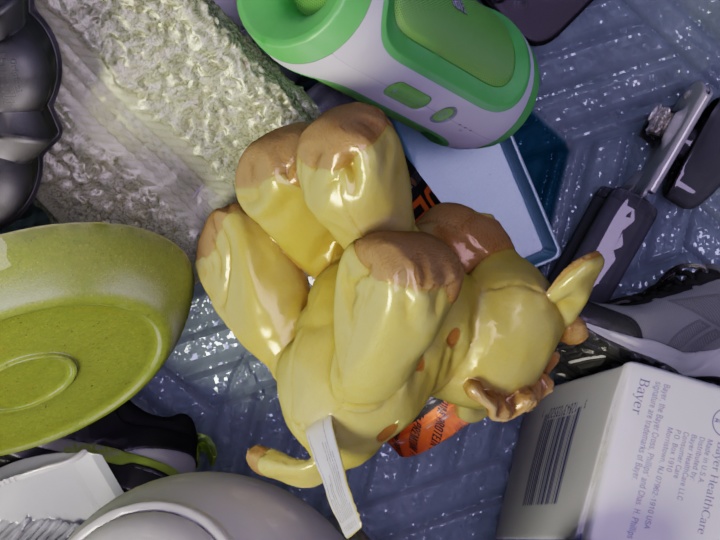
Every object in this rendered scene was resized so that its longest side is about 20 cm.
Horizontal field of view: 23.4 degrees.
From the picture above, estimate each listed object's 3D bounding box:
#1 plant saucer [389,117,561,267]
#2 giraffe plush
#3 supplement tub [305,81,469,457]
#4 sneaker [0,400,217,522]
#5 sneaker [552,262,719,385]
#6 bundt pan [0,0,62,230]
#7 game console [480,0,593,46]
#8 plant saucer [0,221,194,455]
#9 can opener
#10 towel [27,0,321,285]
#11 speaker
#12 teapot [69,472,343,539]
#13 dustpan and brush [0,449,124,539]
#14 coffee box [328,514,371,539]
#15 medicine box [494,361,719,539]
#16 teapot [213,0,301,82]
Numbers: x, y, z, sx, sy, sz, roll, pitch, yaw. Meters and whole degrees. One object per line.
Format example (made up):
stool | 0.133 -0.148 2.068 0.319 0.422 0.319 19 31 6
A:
plant saucer | 0.052 -0.087 1.054 0.070 0.019 0.201 -23 95 -6
giraffe plush | 0.034 0.020 0.872 0.162 0.172 0.201 -8 85 -36
supplement tub | 0.000 0.000 0.997 0.122 0.123 0.200 -38 96 -4
sneaker | -0.183 0.091 1.017 0.199 0.072 0.083 21 50 1
sneaker | 0.180 0.032 1.028 0.199 0.074 0.080 8 77 -36
bundt pan | -0.235 -0.080 0.806 0.201 0.076 0.203 -3 102 -14
game console | 0.103 -0.259 1.004 0.172 0.119 0.200 -45 96 -4
plant saucer | -0.173 0.046 0.879 0.199 0.200 0.031 -23 64 -6
can opener | 0.166 -0.026 1.051 0.066 0.053 0.201 34 88 -7
towel | -0.122 -0.085 0.893 0.148 0.037 0.200 -42 107 7
speaker | 0.020 -0.126 0.942 0.088 0.200 0.089 -8 74 32
teapot | -0.097 0.184 0.870 0.200 0.146 0.197 -48 57 -1
dustpan and brush | -0.219 0.172 0.999 0.199 0.057 0.140 -5 128 23
coffee box | 0.029 0.247 1.013 0.080 0.113 0.200 -39 97 -5
medicine box | 0.201 0.135 0.988 0.199 0.182 0.103 18 78 -7
teapot | -0.104 -0.168 0.968 0.196 0.146 0.201 14 91 -7
